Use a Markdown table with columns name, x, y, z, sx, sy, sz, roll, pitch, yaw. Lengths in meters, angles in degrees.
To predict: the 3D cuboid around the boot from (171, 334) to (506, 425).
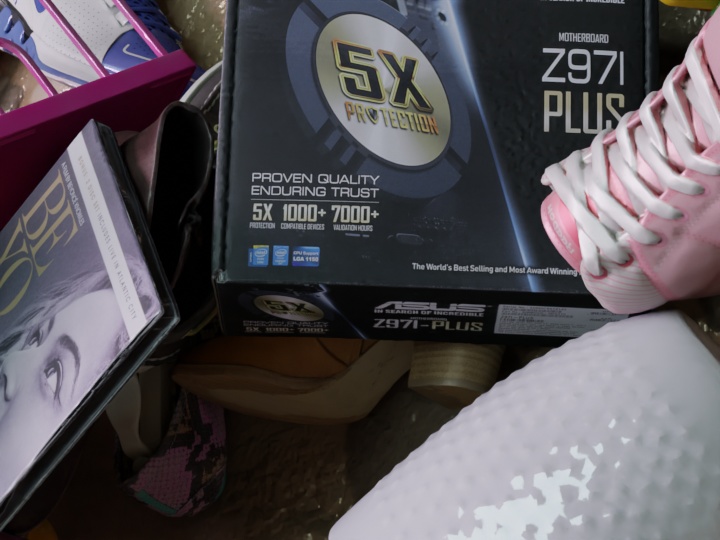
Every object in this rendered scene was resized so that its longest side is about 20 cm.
| name | x | y | z | sx | sy | sz | roll | pitch | yaw |
| --- | --- | --- | --- | --- | --- | --- | --- | --- | --- |
| boot | 0.000 | 0.000 | 1.141 | 0.201 | 0.071 | 0.144 | -4 | 65 | 35 |

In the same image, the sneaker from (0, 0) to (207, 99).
| name | x | y | z | sx | sy | sz | roll | pitch | yaw |
| --- | --- | --- | --- | --- | --- | --- | --- | --- | --- |
| sneaker | -0.151 | -0.162 | 1.320 | 0.199 | 0.080 | 0.115 | 29 | 95 | 45 |

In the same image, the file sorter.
| name | x | y | z | sx | sy | sz | roll | pitch | yaw |
| --- | --- | --- | --- | --- | --- | --- | --- | --- | --- |
| file sorter | -0.206 | -0.069 | 1.187 | 0.125 | 0.139 | 0.200 | 50 | 137 | 16 |

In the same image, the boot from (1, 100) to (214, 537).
| name | x | y | z | sx | sy | sz | roll | pitch | yaw |
| --- | --- | --- | --- | --- | --- | --- | --- | --- | --- |
| boot | -0.132 | 0.025 | 1.055 | 0.166 | 0.072 | 0.200 | -20 | 54 | 65 |

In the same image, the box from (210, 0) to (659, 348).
| name | x | y | z | sx | sy | sz | roll | pitch | yaw |
| --- | --- | --- | --- | --- | --- | --- | --- | --- | --- |
| box | 0.035 | -0.055 | 1.040 | 0.199 | 0.086 | 0.164 | 3 | 71 | 1 |

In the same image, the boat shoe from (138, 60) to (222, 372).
| name | x | y | z | sx | sy | sz | roll | pitch | yaw |
| --- | --- | --- | --- | --- | --- | --- | --- | --- | --- |
| boat shoe | -0.077 | -0.037 | 1.183 | 0.061 | 0.072 | 0.201 | -25 | 36 | 56 |

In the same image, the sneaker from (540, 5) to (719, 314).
| name | x | y | z | sx | sy | sz | roll | pitch | yaw |
| --- | --- | --- | --- | --- | --- | --- | --- | --- | --- |
| sneaker | 0.126 | -0.039 | 0.891 | 0.104 | 0.200 | 0.075 | -15 | 66 | -4 |

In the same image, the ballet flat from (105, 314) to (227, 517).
| name | x | y | z | sx | sy | sz | roll | pitch | yaw |
| --- | --- | --- | --- | --- | --- | --- | --- | --- | --- |
| ballet flat | -0.111 | 0.034 | 1.212 | 0.069 | 0.071 | 0.200 | -21 | 60 | 32 |

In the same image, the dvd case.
| name | x | y | z | sx | sy | sz | roll | pitch | yaw |
| --- | --- | --- | --- | --- | --- | --- | --- | --- | --- |
| dvd case | -0.161 | 0.045 | 1.008 | 0.200 | 0.016 | 0.149 | -48 | 37 | 18 |

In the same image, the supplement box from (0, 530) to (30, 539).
| name | x | y | z | sx | sy | sz | roll | pitch | yaw |
| --- | --- | --- | --- | --- | --- | --- | --- | --- | --- |
| supplement box | -0.177 | 0.195 | 1.114 | 0.110 | 0.200 | 0.086 | -27 | 56 | 30 |

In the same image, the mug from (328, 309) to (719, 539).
| name | x | y | z | sx | sy | sz | roll | pitch | yaw |
| --- | --- | --- | --- | --- | --- | --- | --- | --- | --- |
| mug | 0.096 | 0.098 | 0.975 | 0.175 | 0.148 | 0.200 | -43 | 20 | 9 |

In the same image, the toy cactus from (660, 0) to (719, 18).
| name | x | y | z | sx | sy | sz | roll | pitch | yaw |
| --- | --- | --- | --- | --- | --- | --- | --- | --- | --- |
| toy cactus | 0.183 | -0.113 | 0.977 | 0.102 | 0.200 | 0.165 | -22 | 92 | 6 |

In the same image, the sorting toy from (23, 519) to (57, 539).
| name | x | y | z | sx | sy | sz | roll | pitch | yaw |
| --- | --- | --- | --- | --- | --- | --- | --- | --- | --- |
| sorting toy | -0.201 | 0.064 | 1.198 | 0.107 | 0.200 | 0.180 | 31 | 106 | 20 |
